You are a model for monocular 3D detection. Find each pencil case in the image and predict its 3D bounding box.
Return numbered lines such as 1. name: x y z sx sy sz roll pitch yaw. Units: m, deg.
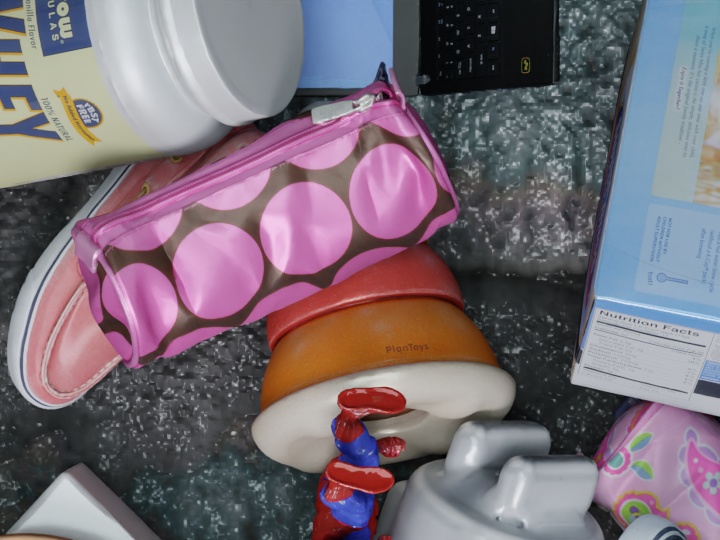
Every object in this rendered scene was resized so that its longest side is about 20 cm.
1. pencil case: 0.207 0.153 1.562 0.200 0.087 0.087 45 92 2
2. pencil case: -0.053 -0.028 1.483 0.199 0.094 0.091 -28 55 -6

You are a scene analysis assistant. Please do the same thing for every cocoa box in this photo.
1. cocoa box: 0.194 -0.039 1.505 0.133 0.131 0.201 11 68 3

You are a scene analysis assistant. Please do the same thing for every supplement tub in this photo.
1. supplement tub: -0.145 -0.126 1.522 0.199 0.145 0.146 -9 90 26

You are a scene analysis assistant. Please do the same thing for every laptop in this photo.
1. laptop: 0.013 -0.186 1.560 0.103 0.200 0.178 -1 91 -33

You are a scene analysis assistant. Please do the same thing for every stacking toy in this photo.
1. stacking toy: 0.000 0.000 1.568 0.145 0.146 0.201 -11 72 3

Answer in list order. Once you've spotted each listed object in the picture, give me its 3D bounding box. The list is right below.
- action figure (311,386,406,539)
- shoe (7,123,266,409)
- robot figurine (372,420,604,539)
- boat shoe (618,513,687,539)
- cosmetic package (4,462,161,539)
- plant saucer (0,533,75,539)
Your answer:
1. action figure: -0.001 0.116 1.488 0.051 0.200 0.066 6 71 -4
2. shoe: -0.117 -0.003 1.566 0.071 0.091 0.201 33 89 -36
3. robot figurine: 0.062 0.181 1.543 0.112 0.169 0.201 5 112 -39
4. boat shoe: 0.188 0.209 1.509 0.091 0.201 0.071 23 59 34
5. cosmetic package: -0.193 0.215 1.589 0.101 0.071 0.200 44 93 1
6. plant saucer: -0.180 0.242 1.538 0.199 0.032 0.202 0 91 2
